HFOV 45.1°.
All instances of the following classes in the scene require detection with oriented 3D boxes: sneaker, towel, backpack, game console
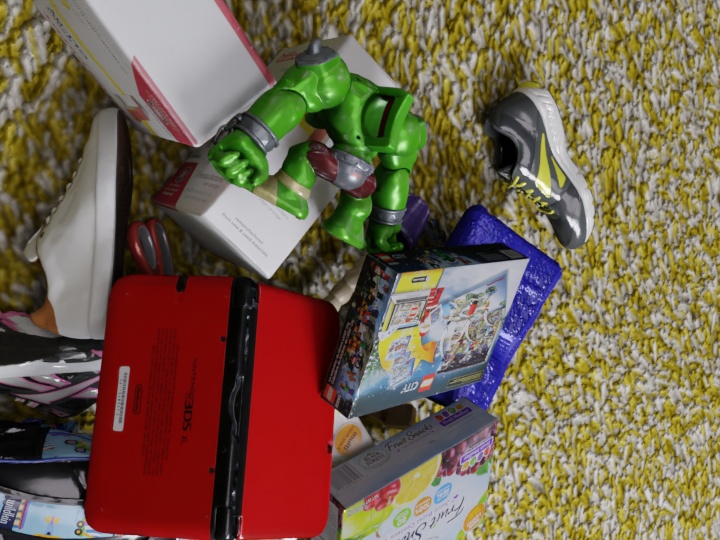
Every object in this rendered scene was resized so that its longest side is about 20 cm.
[{"bbox_3d":[-0.273,0.092,0.748,0.199,0.080,0.087,2,119,-20],"label":"sneaker"},{"bbox_3d":[0.124,0.049,0.909,0.147,0.049,0.201,30,86,-33],"label":"towel"},{"bbox_3d":[-0.256,0.214,0.725,0.199,0.135,0.184,1,102,-19],"label":"backpack"},{"bbox_3d":[-0.242,-0.044,0.735,0.084,0.073,0.201,4,79,-2],"label":"sneaker"},{"bbox_3d":[-0.115,0.113,0.712,0.171,0.119,0.201,1,77,9],"label":"game console"},{"bbox_3d":[0.196,-0.108,0.985,0.084,0.074,0.201,-29,104,-16],"label":"sneaker"}]

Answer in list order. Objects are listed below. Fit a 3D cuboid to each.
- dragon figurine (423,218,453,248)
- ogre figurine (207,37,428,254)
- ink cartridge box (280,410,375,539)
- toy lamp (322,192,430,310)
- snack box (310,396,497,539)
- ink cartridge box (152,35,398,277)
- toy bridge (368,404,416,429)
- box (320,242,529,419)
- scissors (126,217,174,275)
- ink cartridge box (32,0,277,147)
[{"bbox_3d":[0.070,0.047,0.942,0.099,0.059,0.201,-8,102,-28],"label":"dragon figurine"},{"bbox_3d":[-0.014,-0.089,0.661,0.199,0.098,0.120,28,92,-27],"label":"ogre figurine"},{"bbox_3d":[-0.084,0.149,0.835,0.128,0.125,0.201,-39,115,-18],"label":"ink cartridge box"},{"bbox_3d":[0.000,0.000,0.888,0.200,0.058,0.058,-50,119,-20],"label":"toy lamp"},{"bbox_3d":[0.043,0.226,0.841,0.199,0.053,0.143,-21,128,-35],"label":"snack box"},{"bbox_3d":[-0.074,-0.106,0.773,0.083,0.145,0.200,45,76,-27],"label":"ink cartridge box"},{"bbox_3d":[-0.002,0.122,0.894,0.200,0.067,0.027,54,42,-54],"label":"toy bridge"},{"bbox_3d":[0.062,0.048,0.774,0.199,0.038,0.137,-5,121,-48],"label":"box"},{"bbox_3d":[-0.171,0.047,0.768,0.014,0.073,0.201,-15,82,8],"label":"scissors"},{"bbox_3d":[-0.168,-0.183,0.681,0.083,0.200,0.145,-42,117,-13],"label":"ink cartridge box"}]
